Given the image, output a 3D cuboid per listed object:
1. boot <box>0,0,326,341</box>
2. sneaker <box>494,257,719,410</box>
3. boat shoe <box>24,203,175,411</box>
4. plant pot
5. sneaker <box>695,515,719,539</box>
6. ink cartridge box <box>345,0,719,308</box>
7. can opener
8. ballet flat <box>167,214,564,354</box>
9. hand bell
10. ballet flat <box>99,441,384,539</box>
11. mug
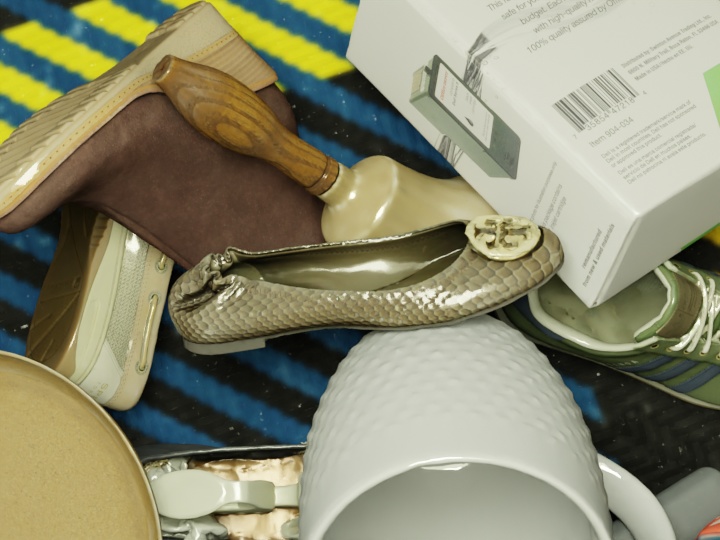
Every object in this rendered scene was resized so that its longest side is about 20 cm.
[{"bbox_3d":[-0.092,-0.028,1.147,0.200,0.072,0.167,-43,111,-39],"label":"boot"},{"bbox_3d":[0.167,0.029,1.180,0.200,0.090,0.067,14,82,3],"label":"sneaker"},{"bbox_3d":[-0.122,-0.023,1.214,0.065,0.072,0.200,25,69,-31],"label":"boat shoe"},{"bbox_3d":[-0.189,0.136,1.176,0.200,0.027,0.201,4,101,20],"label":"plant pot"},{"bbox_3d":[0.182,0.214,1.080,0.075,0.084,0.201,-6,82,27],"label":"sneaker"},{"bbox_3d":[0.113,-0.102,1.159,0.145,0.084,0.200,-31,67,-30],"label":"ink cartridge box"},{"bbox_3d":[0.100,0.150,1.165,0.200,0.053,0.067,-29,81,-17],"label":"can opener"},{"bbox_3d":[0.000,0.000,1.102,0.199,0.067,0.046,-9,115,12],"label":"ballet flat"},{"bbox_3d":[-0.026,-0.053,1.142,0.200,0.104,0.104,34,83,-30],"label":"hand bell"},{"bbox_3d":[-0.046,0.122,1.186,0.199,0.073,0.073,0,82,2],"label":"ballet flat"},{"bbox_3d":[0.066,0.110,1.098,0.200,0.175,0.148,22,117,-13],"label":"mug"}]
